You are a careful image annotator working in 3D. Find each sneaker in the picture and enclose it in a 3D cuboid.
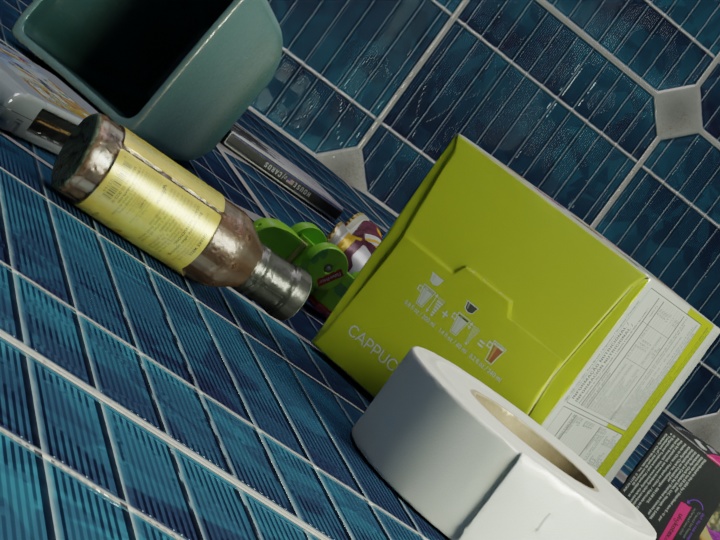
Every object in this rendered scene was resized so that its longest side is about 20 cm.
[{"bbox_3d":[0.000,0.000,1.781,0.090,0.075,0.200,45,12,2],"label":"sneaker"}]

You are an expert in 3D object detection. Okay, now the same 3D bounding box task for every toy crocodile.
[{"bbox_3d":[-0.021,0.017,1.550,0.200,0.062,0.068,39,3,-33],"label":"toy crocodile"}]

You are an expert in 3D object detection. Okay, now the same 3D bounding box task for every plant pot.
[{"bbox_3d":[-0.193,-0.227,1.838,0.196,0.197,0.200,39,-2,27],"label":"plant pot"}]

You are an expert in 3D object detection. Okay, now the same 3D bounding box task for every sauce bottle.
[{"bbox_3d":[-0.120,-0.030,1.242,0.199,0.065,0.065,36,5,-25],"label":"sauce bottle"}]

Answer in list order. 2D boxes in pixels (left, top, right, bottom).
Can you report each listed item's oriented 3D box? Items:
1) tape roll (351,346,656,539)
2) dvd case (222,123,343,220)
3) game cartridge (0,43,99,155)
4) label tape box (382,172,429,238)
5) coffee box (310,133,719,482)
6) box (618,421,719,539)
[{"bbox_3d":[0.093,0.136,1.159,0.202,0.071,0.202,38,5,-4],"label":"tape roll"},{"bbox_3d":[-0.123,-0.149,2.463,0.199,0.025,0.150,35,5,-26],"label":"dvd case"},{"bbox_3d":[-0.260,-0.135,1.382,0.133,0.042,0.200,44,8,23],"label":"game cartridge"},{"bbox_3d":[0.124,-0.002,2.162,0.200,0.144,0.066,38,5,14],"label":"label tape box"},{"bbox_3d":[0.122,0.051,1.383,0.199,0.201,0.197,39,6,29],"label":"coffee box"},{"bbox_3d":[0.343,0.247,1.653,0.200,0.106,0.122,40,7,26],"label":"box"}]
